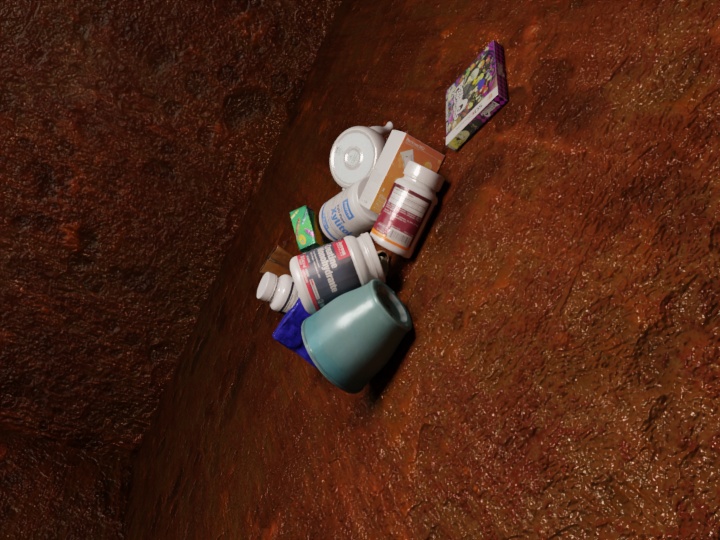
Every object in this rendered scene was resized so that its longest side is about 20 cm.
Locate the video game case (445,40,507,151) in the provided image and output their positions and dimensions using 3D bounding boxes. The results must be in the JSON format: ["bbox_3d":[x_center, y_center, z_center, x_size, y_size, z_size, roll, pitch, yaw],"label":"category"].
[{"bbox_3d":[0.266,-0.407,1.434,0.181,0.035,0.203,-41,34,45],"label":"video game case"}]

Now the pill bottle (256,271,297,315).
[{"bbox_3d":[-0.199,0.080,1.807,0.111,0.197,0.112,-48,28,36],"label":"pill bottle"}]

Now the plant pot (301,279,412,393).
[{"bbox_3d":[0.005,0.128,1.337,0.187,0.199,0.201,-41,30,18],"label":"plant pot"}]

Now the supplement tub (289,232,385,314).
[{"bbox_3d":[-0.053,0.005,1.424,0.197,0.142,0.141,-21,29,-2],"label":"supplement tub"}]

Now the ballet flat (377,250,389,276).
[{"bbox_3d":[0.036,0.033,1.501,0.067,0.068,0.203,-27,45,41],"label":"ballet flat"}]

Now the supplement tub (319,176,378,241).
[{"bbox_3d":[-0.015,-0.163,1.696,0.199,0.130,0.134,-26,45,52],"label":"supplement tub"}]

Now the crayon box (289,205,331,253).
[{"bbox_3d":[-0.128,-0.096,1.787,0.057,0.200,0.121,-21,71,13],"label":"crayon box"}]

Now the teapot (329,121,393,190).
[{"bbox_3d":[0.015,-0.310,1.781,0.198,0.145,0.201,-23,76,29],"label":"teapot"}]

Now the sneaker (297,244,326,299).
[{"bbox_3d":[-0.087,0.030,1.558,0.144,0.077,0.206,-24,62,19],"label":"sneaker"}]

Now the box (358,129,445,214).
[{"bbox_3d":[0.100,-0.225,1.522,0.203,0.123,0.097,-64,23,8],"label":"box"}]

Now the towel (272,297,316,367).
[{"bbox_3d":[-0.109,0.173,1.513,0.148,0.198,0.050,-52,8,32],"label":"towel"}]

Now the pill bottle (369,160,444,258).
[{"bbox_3d":[0.110,-0.143,1.432,0.203,0.113,0.114,-64,23,7],"label":"pill bottle"}]

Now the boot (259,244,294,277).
[{"bbox_3d":[-0.216,0.041,1.881,0.190,0.197,0.069,-56,25,23],"label":"boot"}]
